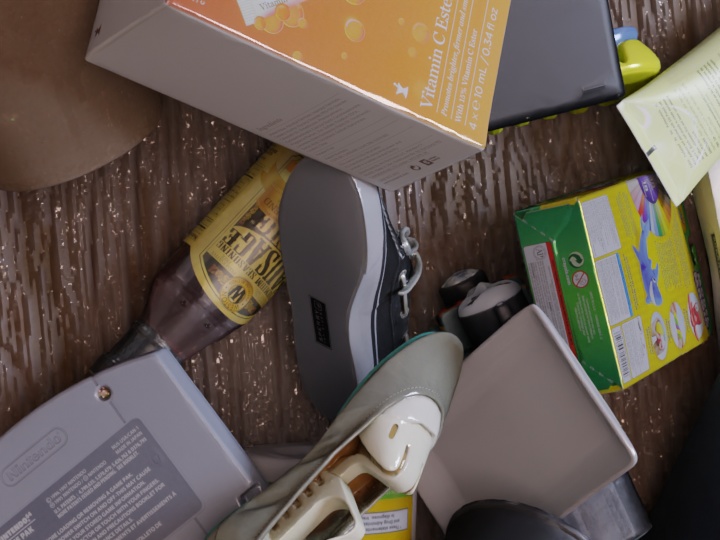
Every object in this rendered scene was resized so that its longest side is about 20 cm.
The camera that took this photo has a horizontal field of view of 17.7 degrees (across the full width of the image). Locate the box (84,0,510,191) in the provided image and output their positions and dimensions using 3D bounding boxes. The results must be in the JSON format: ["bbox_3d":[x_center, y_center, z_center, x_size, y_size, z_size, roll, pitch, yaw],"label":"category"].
[{"bbox_3d":[-0.029,-0.143,1.236,0.200,0.097,0.125,22,67,-27],"label":"box"}]

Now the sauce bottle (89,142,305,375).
[{"bbox_3d":[-0.081,0.001,1.395,0.066,0.066,0.200,41,84,-10],"label":"sauce bottle"}]

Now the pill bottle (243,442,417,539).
[{"bbox_3d":[-0.023,0.208,1.390,0.111,0.111,0.201,1,92,-12],"label":"pill bottle"}]

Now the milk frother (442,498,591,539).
[{"bbox_3d":[0.104,0.266,1.309,0.188,0.200,0.181,-56,148,-35],"label":"milk frother"}]

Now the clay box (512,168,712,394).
[{"bbox_3d":[0.159,0.003,1.404,0.047,0.200,0.115,-12,92,25],"label":"clay box"}]

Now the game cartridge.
[{"bbox_3d":[-0.160,0.142,1.355,0.200,0.040,0.133,-38,88,14],"label":"game cartridge"}]

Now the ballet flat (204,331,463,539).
[{"bbox_3d":[-0.003,0.119,1.297,0.200,0.064,0.067,-43,134,-8],"label":"ballet flat"}]

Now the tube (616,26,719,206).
[{"bbox_3d":[0.242,-0.132,1.443,0.058,0.052,0.200,40,67,18],"label":"tube"}]

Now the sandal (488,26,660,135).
[{"bbox_3d":[0.079,-0.131,1.424,0.200,0.079,0.087,-14,78,-13],"label":"sandal"}]

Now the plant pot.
[{"bbox_3d":[-0.193,-0.145,1.314,0.200,0.200,0.175,-26,114,-10],"label":"plant pot"}]

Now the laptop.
[{"bbox_3d":[0.038,-0.184,1.396,0.187,0.116,0.201,-15,101,-11],"label":"laptop"}]

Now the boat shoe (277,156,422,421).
[{"bbox_3d":[0.002,0.001,1.370,0.068,0.074,0.200,-36,136,-34],"label":"boat shoe"}]

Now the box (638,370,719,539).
[{"bbox_3d":[0.288,0.179,1.416,0.196,0.124,0.200,16,114,-14],"label":"box"}]

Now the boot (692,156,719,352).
[{"bbox_3d":[0.272,0.006,1.464,0.090,0.073,0.201,-10,94,-6],"label":"boot"}]

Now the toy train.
[{"bbox_3d":[0.108,0.092,1.412,0.085,0.114,0.200,-25,97,-10],"label":"toy train"}]

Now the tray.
[{"bbox_3d":[0.089,0.100,1.344,0.022,0.200,0.108,-26,78,-34],"label":"tray"}]
